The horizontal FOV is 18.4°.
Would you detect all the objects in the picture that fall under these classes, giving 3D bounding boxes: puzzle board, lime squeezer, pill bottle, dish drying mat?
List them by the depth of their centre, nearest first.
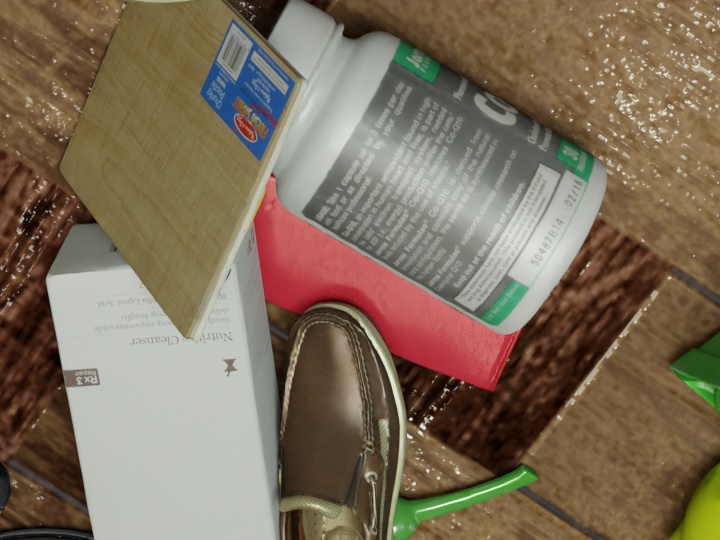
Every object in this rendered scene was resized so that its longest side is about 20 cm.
[{"bbox_3d":[-0.097,-0.075,1.194,0.017,0.200,0.151,13,112,-35],"label":"puzzle board"},{"bbox_3d":[0.025,-0.060,1.219,0.200,0.113,0.113,30,107,-6],"label":"pill bottle"},{"bbox_3d":[0.000,0.000,1.291,0.200,0.018,0.077,23,109,-2],"label":"dish drying mat"},{"bbox_3d":[0.016,0.177,1.343,0.071,0.038,0.200,26,110,-37],"label":"lime squeezer"}]

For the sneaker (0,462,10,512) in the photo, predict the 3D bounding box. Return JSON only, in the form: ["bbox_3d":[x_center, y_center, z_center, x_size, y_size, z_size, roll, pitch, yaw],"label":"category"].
[{"bbox_3d":[-0.303,0.113,1.314,0.200,0.072,0.083,32,94,-6],"label":"sneaker"}]

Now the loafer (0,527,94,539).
[{"bbox_3d":[-0.144,0.211,1.345,0.200,0.063,0.072,18,108,-2],"label":"loafer"}]

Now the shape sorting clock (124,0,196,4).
[{"bbox_3d":[-0.109,-0.239,1.165,0.199,0.039,0.201,3,80,-20],"label":"shape sorting clock"}]

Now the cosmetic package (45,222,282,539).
[{"bbox_3d":[-0.106,0.073,1.280,0.113,0.081,0.200,-6,112,8],"label":"cosmetic package"}]

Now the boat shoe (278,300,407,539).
[{"bbox_3d":[-0.014,0.122,1.271,0.075,0.075,0.203,-3,99,20],"label":"boat shoe"}]

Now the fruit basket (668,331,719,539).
[{"bbox_3d":[0.253,0.128,1.255,0.215,0.156,0.216,0,94,-7],"label":"fruit basket"}]
